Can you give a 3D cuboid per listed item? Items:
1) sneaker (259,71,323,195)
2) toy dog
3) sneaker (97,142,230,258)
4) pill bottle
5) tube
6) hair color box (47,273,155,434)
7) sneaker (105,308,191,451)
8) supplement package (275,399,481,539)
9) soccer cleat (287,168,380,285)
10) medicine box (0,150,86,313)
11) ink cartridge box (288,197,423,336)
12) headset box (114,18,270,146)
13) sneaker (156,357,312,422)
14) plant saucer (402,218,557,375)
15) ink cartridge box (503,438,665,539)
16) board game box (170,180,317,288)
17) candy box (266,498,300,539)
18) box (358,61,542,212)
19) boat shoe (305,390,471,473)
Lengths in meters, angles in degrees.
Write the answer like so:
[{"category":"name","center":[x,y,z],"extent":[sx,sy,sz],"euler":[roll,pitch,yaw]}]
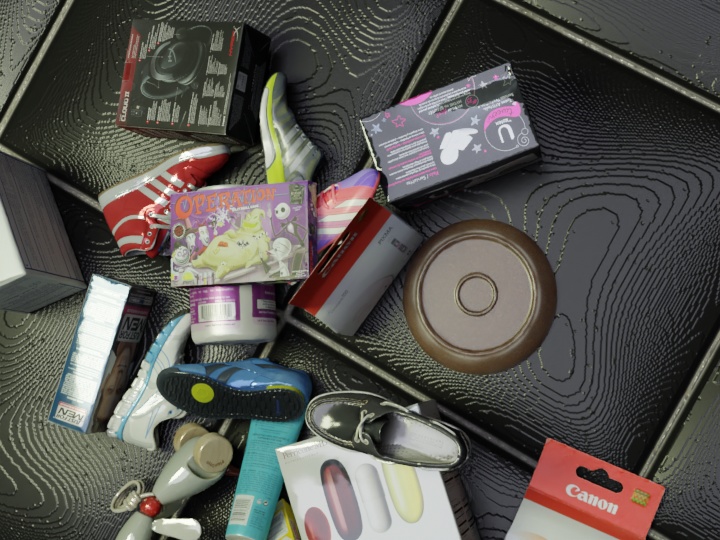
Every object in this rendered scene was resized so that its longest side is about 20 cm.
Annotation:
[{"category":"sneaker","center":[-0.090,-0.163,1.648],"extent":[0.080,0.074,0.201],"euler":[-6,85,-5]},{"category":"toy dog","center":[-0.226,0.292,1.617],"extent":[0.200,0.132,0.096],"euler":[-45,116,9]},{"category":"sneaker","center":[-0.248,-0.087,1.665],"extent":[0.199,0.071,0.113],"euler":[-25,76,17]},{"category":"pill bottle","center":[-0.168,-0.006,1.620],"extent":[0.112,0.112,0.201],"euler":[-4,83,12]},{"category":"tube","center":[-0.123,0.252,1.599],"extent":[0.077,0.050,0.201],"euler":[10,64,8]},{"category":"hair color box","center":[-0.340,0.111,1.652],"extent":[0.060,0.100,0.201],"euler":[17,89,12]},{"category":"sneaker","center":[-0.254,0.148,1.653],"extent":[0.086,0.075,0.201],"euler":[28,96,3]},{"category":"supplement package","center":[0.026,0.283,1.533],"extent":[0.190,0.147,0.201],"euler":[-19,82,10]},{"category":"soccer cleat","center":[-0.056,-0.062,1.534],"extent":[0.076,0.067,0.200],"euler":[36,121,-17]},{"category":"medicine box","center":[-0.469,-0.049,1.643],"extent":[0.102,0.200,0.183],"euler":[-23,80,7]},{"category":"ink cartridge box","center":[0.000,0.000,1.537],"extent":[0.057,0.200,0.163],"euler":[37,93,9]},{"category":"headset box","center":[-0.231,-0.251,1.659],"extent":[0.199,0.077,0.150],"euler":[7,86,28]},{"category":"sneaker","center":[-0.162,0.147,1.620],"extent":[0.199,0.079,0.066],"euler":[6,122,2]},{"category":"plant saucer","center":[0.149,0.032,1.589],"extent":[0.199,0.034,0.202],"euler":[-1,86,12]},{"category":"ink cartridge box","center":[0.264,0.330,1.528],"extent":[0.161,0.050,0.201],"euler":[22,93,13]},{"category":"board game box","center":[-0.145,-0.043,1.536],"extent":[0.199,0.032,0.121],"euler":[-4,80,26]},{"category":"candy box","center":[-0.113,0.374,1.544],"extent":[0.102,0.200,0.026],"euler":[-41,117,7]},{"category":"box","center":[0.117,-0.161,1.563],"extent":[0.199,0.132,0.115],"euler":[-19,84,9]},{"category":"boat shoe","center":[0.028,0.186,1.434],"extent":[0.199,0.060,0.074],"euler":[18,88,11]}]
